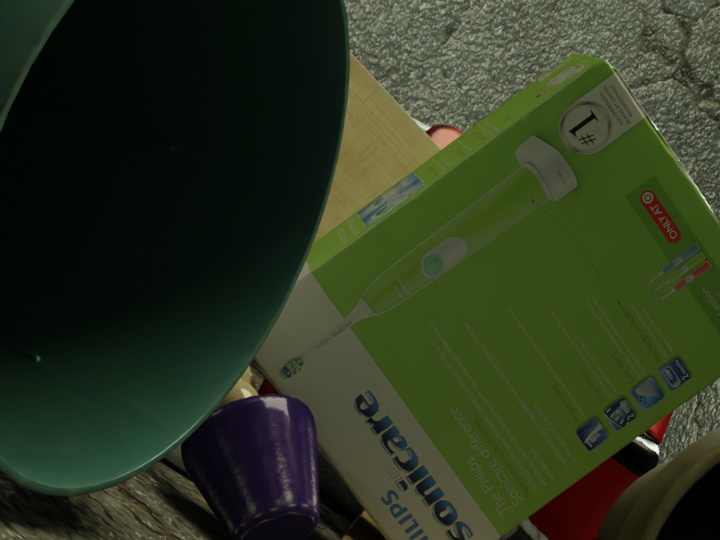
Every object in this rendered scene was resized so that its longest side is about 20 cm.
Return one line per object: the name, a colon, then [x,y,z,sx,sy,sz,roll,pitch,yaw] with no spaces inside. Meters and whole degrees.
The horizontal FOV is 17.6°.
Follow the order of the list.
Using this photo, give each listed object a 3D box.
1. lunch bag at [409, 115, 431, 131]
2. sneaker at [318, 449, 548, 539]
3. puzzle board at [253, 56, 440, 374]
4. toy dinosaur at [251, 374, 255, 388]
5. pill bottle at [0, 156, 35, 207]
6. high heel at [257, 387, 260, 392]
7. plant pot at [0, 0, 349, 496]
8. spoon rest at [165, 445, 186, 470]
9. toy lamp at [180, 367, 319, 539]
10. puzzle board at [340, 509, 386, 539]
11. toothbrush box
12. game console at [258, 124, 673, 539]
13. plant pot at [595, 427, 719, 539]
lunch bag: [0.019,-0.002,1.525,0.168,0.201,0.139,37,3,40]
sneaker: [0.068,0.104,1.217,0.200,0.114,0.075,35,3,-21]
puzzle board: [0.000,0.000,1.147,0.200,0.151,0.017,47,-26,-3]
toy dinosaur: [-0.090,-0.021,1.247,0.135,0.086,0.201,34,-31,18]
pill bottle: [-0.171,-0.051,0.961,0.200,0.110,0.109,38,3,38]
high heel: [0.035,0.081,1.395,0.199,0.096,0.067,35,3,-23]
plant pot: [-0.124,-0.049,0.764,0.160,0.202,0.200,22,-4,27]
spoon rest: [-0.099,0.026,1.066,0.099,0.061,0.200,35,4,-29]
toy lamp: [-0.061,0.022,0.959,0.058,0.058,0.201,32,33,-55]
puzzle board: [0.053,0.165,1.065,0.150,0.017,0.200,37,3,4]
toothbrush box: [0.063,0.019,1.039,0.146,0.200,0.086,53,0,-8]
game console: [0.069,0.052,1.303,0.199,0.173,0.119,35,19,-7]
plant pot: [0.197,0.164,1.172,0.199,0.201,0.173,35,-7,-12]
